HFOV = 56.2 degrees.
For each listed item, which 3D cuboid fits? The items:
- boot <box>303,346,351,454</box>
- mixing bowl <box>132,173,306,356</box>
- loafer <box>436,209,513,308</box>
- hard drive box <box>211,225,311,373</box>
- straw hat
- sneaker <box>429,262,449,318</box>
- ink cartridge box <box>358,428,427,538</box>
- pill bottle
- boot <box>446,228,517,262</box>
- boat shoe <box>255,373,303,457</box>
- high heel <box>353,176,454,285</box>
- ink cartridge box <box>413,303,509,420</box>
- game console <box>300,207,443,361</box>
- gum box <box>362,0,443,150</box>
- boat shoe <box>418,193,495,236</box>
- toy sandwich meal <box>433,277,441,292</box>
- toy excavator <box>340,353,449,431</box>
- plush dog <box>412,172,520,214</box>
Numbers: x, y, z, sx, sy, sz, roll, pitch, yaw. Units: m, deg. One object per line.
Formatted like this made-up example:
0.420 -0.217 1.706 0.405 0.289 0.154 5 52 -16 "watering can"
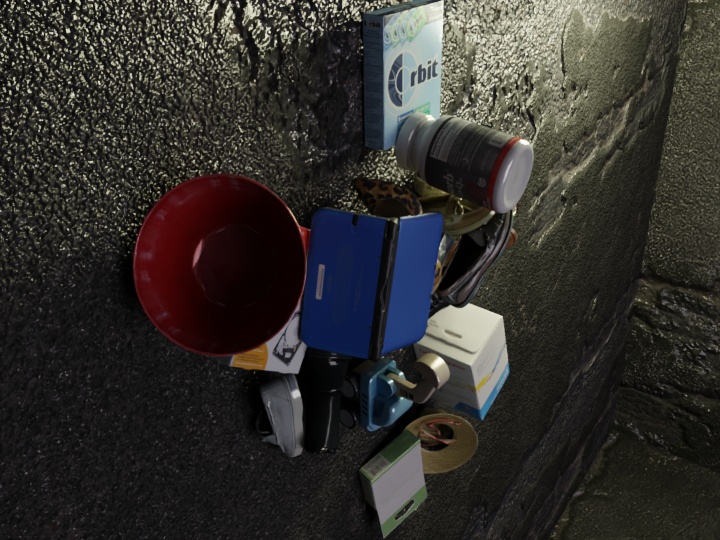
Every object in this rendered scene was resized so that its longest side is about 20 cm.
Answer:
-0.057 0.202 1.051 0.198 0.072 0.166 98 -2 -81 "boot"
-0.157 -0.006 0.802 0.108 0.197 0.203 114 -4 -89 "mixing bowl"
0.191 -0.035 1.126 0.062 0.071 0.203 25 91 -44 "loafer"
-0.125 0.032 0.939 0.155 0.076 0.203 19 90 -57 "hard drive box"
0.165 0.356 1.509 0.086 0.197 0.203 -97 177 -53 "straw hat"
0.107 0.070 1.189 0.073 0.199 0.112 49 24 -8 "sneaker"
0.074 0.458 1.446 0.145 0.048 0.202 -33 134 -28 "ink cartridge box"
0.161 -0.176 1.066 0.116 0.198 0.117 -38 142 -38 "pill bottle"
0.222 -0.018 1.345 0.155 0.074 0.200 -49 -176 -19 "boot"
-0.129 0.228 1.042 0.070 0.071 0.203 -11 139 -14 "boat shoe"
0.051 -0.061 1.046 0.072 0.199 0.143 -52 -178 42 "high heel"
0.223 0.188 1.461 0.145 0.146 0.202 -50 142 -29 "ink cartridge box"
0.017 0.011 0.958 0.118 0.168 0.204 -50 149 -70 "game console"
0.069 -0.316 1.080 0.169 0.044 0.203 -34 133 -43 "gum box"
0.139 -0.104 1.143 0.063 0.198 0.074 52 52 -31 "boat shoe"
0.057 0.029 1.130 0.070 0.204 0.205 49 57 -9 "toy sandwich meal"
0.063 0.211 1.190 0.099 0.198 0.198 -30 129 -45 "toy excavator"
0.206 -0.126 1.258 0.199 0.170 0.163 -29 129 -47 "plush dog"
